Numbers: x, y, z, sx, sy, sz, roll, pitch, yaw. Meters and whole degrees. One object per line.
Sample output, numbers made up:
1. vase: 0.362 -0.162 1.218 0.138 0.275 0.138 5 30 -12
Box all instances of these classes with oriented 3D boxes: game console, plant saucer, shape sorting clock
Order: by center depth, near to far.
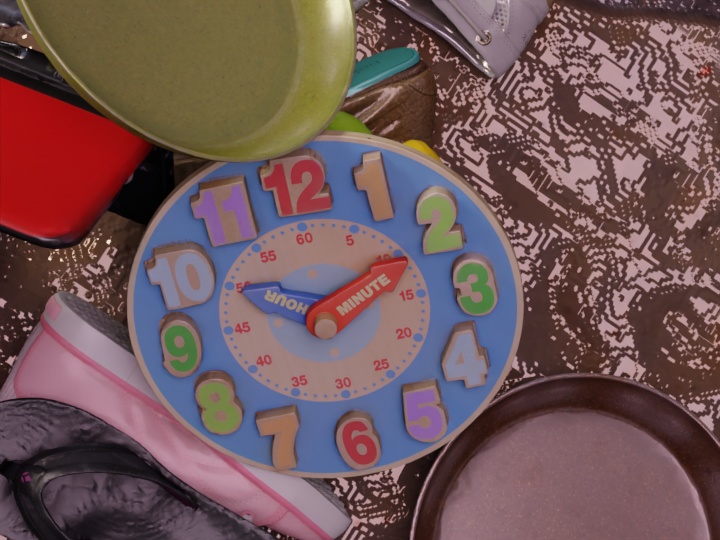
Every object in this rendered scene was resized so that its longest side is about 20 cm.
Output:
1. plant saucer: -0.091 -0.136 1.307 0.199 0.031 0.201 20 55 -31
2. game console: -0.202 -0.055 1.327 0.199 0.173 0.119 22 66 7
3. shape sorting clock: -0.018 0.021 1.365 0.199 0.039 0.201 0 116 1
4. plant saucer: 0.119 0.157 1.495 0.199 0.034 0.202 1 86 -13

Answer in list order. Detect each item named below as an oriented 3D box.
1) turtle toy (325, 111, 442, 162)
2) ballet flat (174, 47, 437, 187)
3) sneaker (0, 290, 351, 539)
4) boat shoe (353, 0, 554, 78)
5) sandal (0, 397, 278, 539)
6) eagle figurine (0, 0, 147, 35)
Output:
1. turtle toy: 0.000 0.000 1.433 0.145 0.101 0.201 -32 117 -9
2. ballet flat: -0.048 -0.059 1.479 0.199 0.068 0.073 -19 109 -13
3. sneaker: -0.108 0.107 1.452 0.200 0.075 0.105 35 94 -10
4. boat shoe: 0.008 -0.172 1.482 0.199 0.071 0.070 30 81 -7
5. sandal: -0.120 0.122 1.385 0.200 0.048 0.076 25 84 -1
6. eagle figurine: -0.145 -0.163 1.401 0.151 0.151 0.201 -2 64 -14
